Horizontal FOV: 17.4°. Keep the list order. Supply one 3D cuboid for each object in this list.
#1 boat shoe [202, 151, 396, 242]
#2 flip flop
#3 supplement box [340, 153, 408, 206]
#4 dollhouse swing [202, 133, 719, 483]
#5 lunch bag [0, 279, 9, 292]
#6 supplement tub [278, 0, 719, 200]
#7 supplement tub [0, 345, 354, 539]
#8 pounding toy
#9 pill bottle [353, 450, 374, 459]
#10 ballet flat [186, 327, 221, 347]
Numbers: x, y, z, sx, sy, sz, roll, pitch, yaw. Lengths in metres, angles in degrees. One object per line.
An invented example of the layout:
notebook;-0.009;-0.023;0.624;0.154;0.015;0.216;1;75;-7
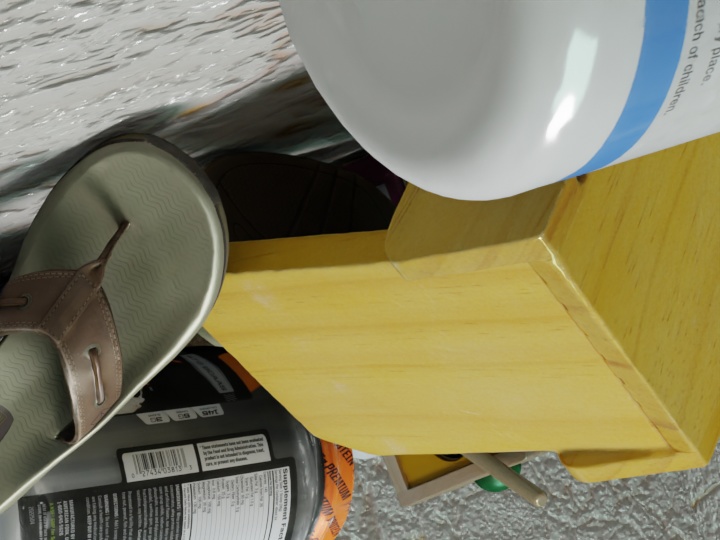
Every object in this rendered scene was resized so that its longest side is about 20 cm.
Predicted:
boat shoe;0.000;0.000;1.080;0.200;0.073;0.063;24;172;-29
flip flop;-0.125;0.034;0.923;0.200;0.081;0.058;-46;-172;15
supplement box;0.019;0.016;1.252;0.103;0.131;0.200;-23;174;13
dollhouse swing;0.057;-0.019;0.994;0.176;0.182;0.200;11;157;34
lunch bag;-0.209;0.061;1.166;0.200;0.076;0.160;-15;173;-34
supplement tub;0.086;-0.101;0.517;0.200;0.132;0.132;-17;172;-26
supplement tub;-0.107;0.099;1.077;0.200;0.123;0.123;-5;164;-43
pounding toy;0.100;0.133;2.148;0.184;0.200;0.142;-26;171;37
pill bottle;0.025;0.089;1.934;0.200;0.112;0.112;-21;173;2
ballet flat;-0.074;0.061;1.255;0.065;0.200;0.071;-33;143;-34
